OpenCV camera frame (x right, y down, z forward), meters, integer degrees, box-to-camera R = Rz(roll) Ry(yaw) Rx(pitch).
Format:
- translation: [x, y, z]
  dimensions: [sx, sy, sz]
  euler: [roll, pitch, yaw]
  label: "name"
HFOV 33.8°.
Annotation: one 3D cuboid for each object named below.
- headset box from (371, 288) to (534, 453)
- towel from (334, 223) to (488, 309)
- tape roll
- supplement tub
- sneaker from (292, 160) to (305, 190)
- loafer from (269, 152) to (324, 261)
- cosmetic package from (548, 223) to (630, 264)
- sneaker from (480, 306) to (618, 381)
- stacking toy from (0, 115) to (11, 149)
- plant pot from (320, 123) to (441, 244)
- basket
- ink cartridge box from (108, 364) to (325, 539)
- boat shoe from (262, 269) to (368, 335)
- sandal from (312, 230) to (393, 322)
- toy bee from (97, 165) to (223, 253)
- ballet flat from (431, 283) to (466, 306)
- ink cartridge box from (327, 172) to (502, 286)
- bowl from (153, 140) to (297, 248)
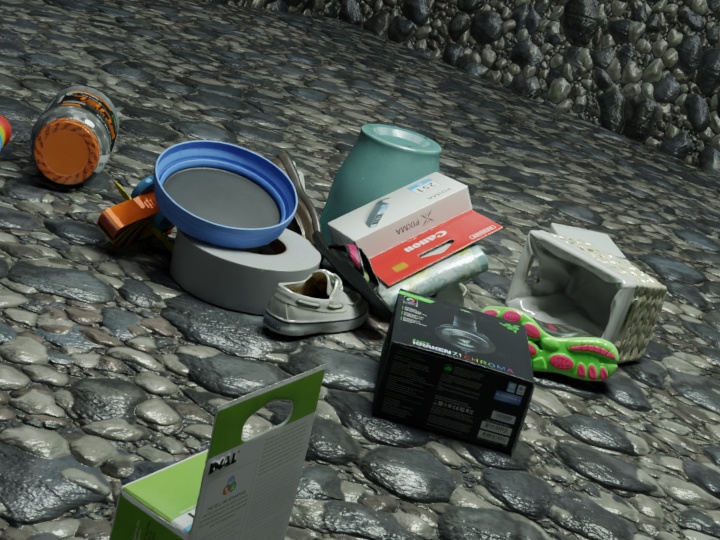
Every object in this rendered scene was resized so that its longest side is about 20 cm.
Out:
- translation: [0.111, 0.113, 1.417]
  dimensions: [0.171, 0.094, 0.200]
  euler: [16, 18, 1]
  label: "headset box"
- translation: [0.068, -0.014, 1.714]
  dimensions: [0.169, 0.049, 0.200]
  euler: [-25, 29, -15]
  label: "towel"
- translation: [-0.155, -0.011, 1.600]
  dimensions: [0.197, 0.067, 0.201]
  euler: [14, 20, -5]
  label: "tape roll"
- translation: [-0.442, -0.207, 1.837]
  dimensions: [0.120, 0.124, 0.200]
  euler: [12, 19, -11]
  label: "supplement tub"
- translation: [-0.119, -0.121, 1.920]
  dimensions: [0.074, 0.082, 0.200]
  euler: [11, 21, -18]
  label: "sneaker"
- translation: [-0.108, -0.087, 1.802]
  dimensions: [0.070, 0.074, 0.202]
  euler: [-20, 55, -8]
  label: "loafer"
- translation: [0.377, -0.005, 1.983]
  dimensions: [0.111, 0.082, 0.200]
  euler: [11, 20, -8]
  label: "cosmetic package"
- translation: [0.250, 0.104, 1.615]
  dimensions: [0.197, 0.078, 0.084]
  euler: [20, 1, 3]
  label: "sneaker"
- translation: [-0.570, -0.198, 1.796]
  dimensions: [0.084, 0.087, 0.200]
  euler: [13, 13, -6]
  label: "stacking toy"
- translation: [0.044, -0.125, 1.889]
  dimensions: [0.197, 0.191, 0.200]
  euler: [14, 18, -4]
  label: "plant pot"
- translation: [0.333, 0.039, 1.742]
  dimensions: [0.122, 0.138, 0.199]
  euler: [1, 24, -42]
  label: "basket"
- translation: [-0.113, 0.164, 0.922]
  dimensions: [0.075, 0.203, 0.147]
  euler: [24, 20, 27]
  label: "ink cartridge box"
- translation: [-0.049, 0.035, 1.539]
  dimensions: [0.070, 0.071, 0.199]
  euler: [29, 19, 32]
  label: "boat shoe"
- translation: [0.000, 0.000, 1.611]
  dimensions: [0.075, 0.045, 0.200]
  euler: [42, 2, -46]
  label: "sandal"
- translation: [-0.281, -0.074, 1.660]
  dimensions: [0.197, 0.109, 0.132]
  euler: [-11, 61, -29]
  label: "toy bee"
- translation: [0.127, 0.012, 1.774]
  dimensions: [0.068, 0.070, 0.201]
  euler: [14, 26, -4]
  label: "ballet flat"
- translation: [0.076, -0.065, 1.706]
  dimensions: [0.198, 0.045, 0.176]
  euler: [-26, 29, -18]
  label: "ink cartridge box"
- translation: [-0.183, -0.102, 1.595]
  dimensions: [0.197, 0.040, 0.202]
  euler: [15, 36, -11]
  label: "bowl"
